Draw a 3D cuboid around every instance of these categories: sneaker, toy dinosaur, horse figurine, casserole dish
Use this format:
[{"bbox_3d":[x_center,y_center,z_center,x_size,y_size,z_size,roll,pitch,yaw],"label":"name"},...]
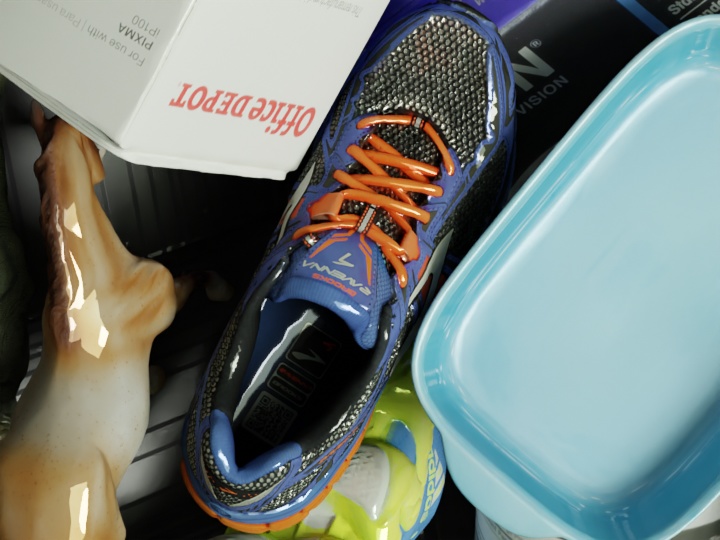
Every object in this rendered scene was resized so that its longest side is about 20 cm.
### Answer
[{"bbox_3d":[0.000,0.000,0.852,0.075,0.078,0.200,23,87,2],"label":"sneaker"},{"bbox_3d":[-0.010,0.110,0.930,0.200,0.076,0.105,-65,154,-19],"label":"sneaker"},{"bbox_3d":[-0.142,0.002,0.845,0.088,0.047,0.201,-17,119,-46],"label":"toy dinosaur"},{"bbox_3d":[-0.093,0.056,0.855,0.133,0.050,0.201,48,54,-68],"label":"horse figurine"},{"bbox_3d":[0.104,0.005,0.860,0.121,0.039,0.200,40,90,-4],"label":"casserole dish"}]

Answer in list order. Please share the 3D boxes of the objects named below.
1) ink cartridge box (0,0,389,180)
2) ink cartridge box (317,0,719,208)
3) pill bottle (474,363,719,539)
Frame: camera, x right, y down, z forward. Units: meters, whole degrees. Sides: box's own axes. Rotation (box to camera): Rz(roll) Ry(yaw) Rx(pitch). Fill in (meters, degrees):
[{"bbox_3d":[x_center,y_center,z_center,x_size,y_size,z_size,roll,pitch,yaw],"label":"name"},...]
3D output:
[{"bbox_3d":[-0.031,-0.137,0.789,0.200,0.083,0.146,-60,162,10],"label":"ink cartridge box"},{"bbox_3d":[0.085,-0.087,0.905,0.198,0.043,0.200,-37,131,25],"label":"ink cartridge box"},{"bbox_3d":[0.102,0.096,0.976,0.114,0.114,0.200,-18,130,-27],"label":"pill bottle"}]
